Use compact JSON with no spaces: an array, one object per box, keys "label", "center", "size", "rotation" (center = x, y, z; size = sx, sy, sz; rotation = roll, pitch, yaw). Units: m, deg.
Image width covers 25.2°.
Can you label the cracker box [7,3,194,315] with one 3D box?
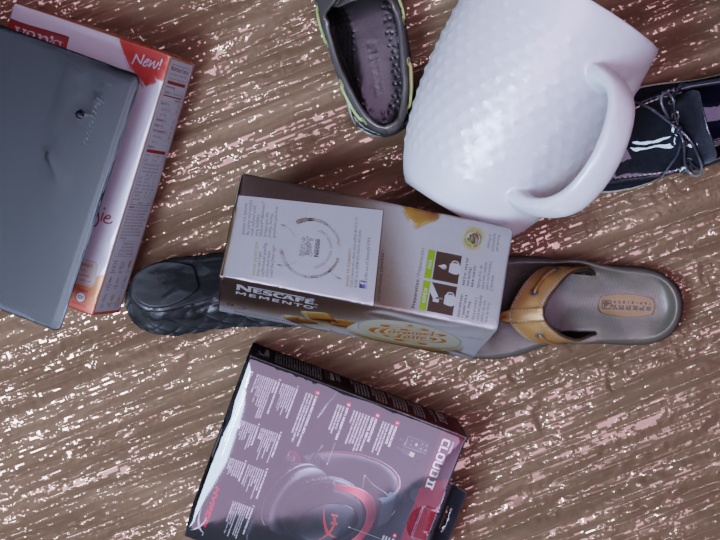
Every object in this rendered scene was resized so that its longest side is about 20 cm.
[{"label":"cracker box","center":[-0.220,-0.083,1.206],"size":[0.133,0.058,0.202],"rotation":[19,94,13]}]

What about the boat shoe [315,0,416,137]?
[{"label":"boat shoe","center":[0.001,-0.201,1.216],"size":[0.071,0.061,0.203],"rotation":[-16,96,-1]}]

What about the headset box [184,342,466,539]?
[{"label":"headset box","center":[-0.018,0.163,1.245],"size":[0.198,0.075,0.150],"rotation":[20,95,-4]}]

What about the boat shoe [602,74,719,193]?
[{"label":"boat shoe","center":[0.248,-0.110,1.235],"size":[0.198,0.062,0.075],"rotation":[-16,98,1]}]

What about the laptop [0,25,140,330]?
[{"label":"laptop","center":[-0.269,-0.083,1.177],"size":[0.115,0.200,0.189],"rotation":[16,96,-28]}]

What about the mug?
[{"label":"mug","center":[0.124,-0.111,1.164],"size":[0.147,0.200,0.176],"rotation":[25,98,-35]}]

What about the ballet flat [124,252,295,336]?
[{"label":"ballet flat","center":[-0.083,0.016,1.250],"size":[0.198,0.057,0.067],"rotation":[-1,68,-7]}]

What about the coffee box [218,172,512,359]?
[{"label":"coffee box","center":[0.000,0.000,1.173],"size":[0.198,0.114,0.081],"rotation":[11,74,-4]}]

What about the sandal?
[{"label":"sandal","center":[0.155,0.032,1.248],"size":[0.198,0.055,0.083],"rotation":[2,96,-2]}]
